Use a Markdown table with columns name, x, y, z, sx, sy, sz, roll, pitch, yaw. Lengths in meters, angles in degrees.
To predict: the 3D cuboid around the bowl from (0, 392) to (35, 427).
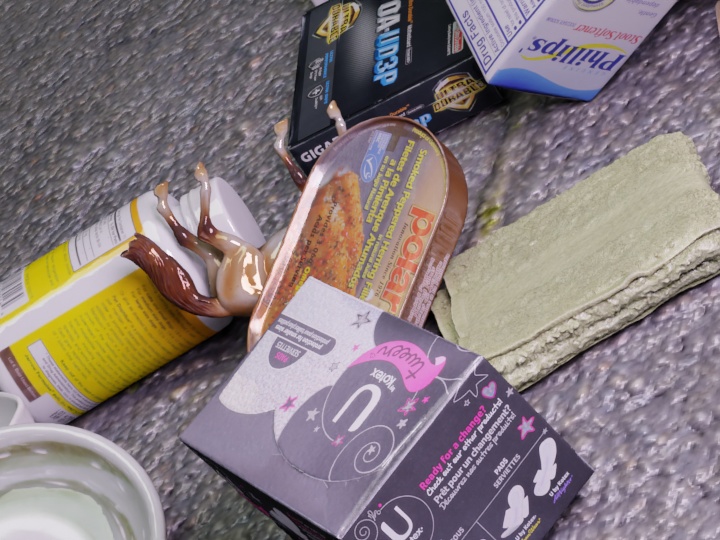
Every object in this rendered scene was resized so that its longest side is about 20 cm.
| name | x | y | z | sx | sy | sz | roll | pitch | yaw |
| --- | --- | --- | --- | --- | --- | --- | --- | --- | --- |
| bowl | -0.311 | 0.177 | 1.750 | 0.199 | 0.075 | 0.200 | -2 | 43 | 45 |

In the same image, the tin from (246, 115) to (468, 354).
| name | x | y | z | sx | sy | sz | roll | pitch | yaw |
| --- | --- | --- | --- | --- | --- | --- | --- | --- | --- |
| tin | 0.000 | 0.000 | 1.638 | 0.112 | 0.042 | 0.201 | 16 | 79 | 41 |

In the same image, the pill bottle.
| name | x | y | z | sx | sy | sz | roll | pitch | yaw |
| --- | --- | --- | --- | --- | --- | --- | --- | --- | --- |
| pill bottle | -0.163 | 0.018 | 1.787 | 0.199 | 0.109 | 0.109 | -31 | 29 | 10 |

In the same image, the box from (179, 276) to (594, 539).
| name | x | y | z | sx | sy | sz | roll | pitch | yaw |
| --- | --- | --- | --- | --- | --- | --- | --- | --- | --- |
| box | 0.011 | 0.102 | 1.456 | 0.132 | 0.115 | 0.200 | -51 | 32 | -9 |

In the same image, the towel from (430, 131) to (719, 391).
| name | x | y | z | sx | sy | sz | roll | pitch | yaw |
| --- | --- | --- | --- | --- | --- | --- | --- | --- | --- |
| towel | 0.134 | -0.001 | 1.574 | 0.199 | 0.037 | 0.149 | -33 | 28 | 9 |

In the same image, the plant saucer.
| name | x | y | z | sx | sy | sz | roll | pitch | yaw |
| --- | --- | --- | --- | --- | --- | --- | --- | --- | --- |
| plant saucer | -0.215 | 0.190 | 1.611 | 0.199 | 0.050 | 0.201 | -5 | 51 | 6 |

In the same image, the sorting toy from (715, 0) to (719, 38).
| name | x | y | z | sx | sy | sz | roll | pitch | yaw |
| --- | --- | --- | --- | --- | --- | --- | --- | --- | --- |
| sorting toy | 0.310 | -0.174 | 1.604 | 0.198 | 0.070 | 0.201 | -26 | 31 | 18 |

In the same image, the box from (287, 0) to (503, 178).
| name | x | y | z | sx | sy | sz | roll | pitch | yaw |
| --- | --- | --- | --- | --- | --- | --- | --- | --- | --- |
| box | 0.028 | -0.159 | 1.906 | 0.158 | 0.046 | 0.201 | -25 | 31 | 20 |

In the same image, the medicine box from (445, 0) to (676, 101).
| name | x | y | z | sx | sy | sz | roll | pitch | yaw |
| --- | --- | --- | --- | --- | --- | --- | --- | --- | --- |
| medicine box | 0.139 | -0.249 | 1.717 | 0.200 | 0.102 | 0.183 | -50 | 49 | 35 |

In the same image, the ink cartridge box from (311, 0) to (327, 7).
| name | x | y | z | sx | sy | sz | roll | pitch | yaw |
| --- | --- | --- | --- | --- | --- | --- | --- | --- | --- |
| ink cartridge box | -0.015 | -0.318 | 2.023 | 0.147 | 0.200 | 0.086 | -20 | 33 | 25 |

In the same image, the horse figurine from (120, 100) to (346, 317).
| name | x | y | z | sx | sy | sz | roll | pitch | yaw |
| --- | --- | --- | --- | --- | --- | --- | --- | --- | --- |
| horse figurine | -0.056 | -0.023 | 1.708 | 0.199 | 0.133 | 0.050 | -25 | -2 | -4 |
